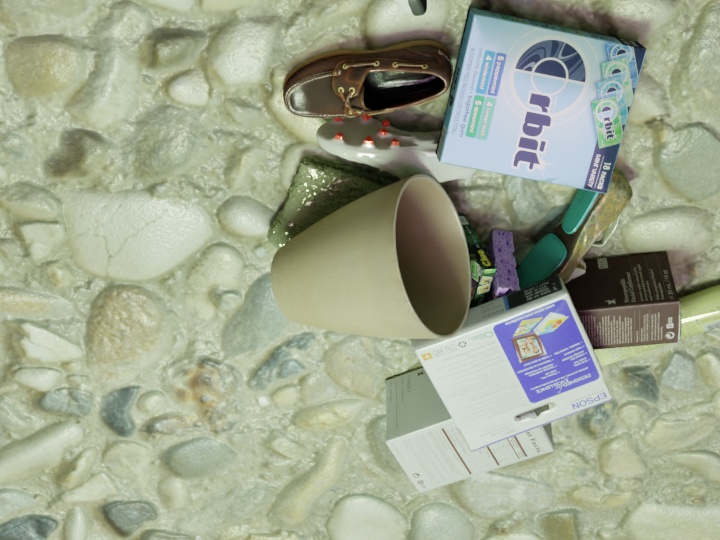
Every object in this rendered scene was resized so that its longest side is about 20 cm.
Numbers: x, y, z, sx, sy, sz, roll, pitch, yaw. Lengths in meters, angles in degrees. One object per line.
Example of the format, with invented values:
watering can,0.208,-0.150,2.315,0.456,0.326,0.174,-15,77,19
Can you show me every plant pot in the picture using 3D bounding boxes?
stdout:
plant pot,0.000,0.000,1.620,0.198,0.188,0.188,-11,130,29

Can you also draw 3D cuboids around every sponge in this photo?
sponge,0.155,0.061,1.741,0.030,0.112,0.201,8,129,-8

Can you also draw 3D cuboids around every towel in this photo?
towel,-0.002,-0.057,1.695,0.198,0.037,0.149,18,127,-13

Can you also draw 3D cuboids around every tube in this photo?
tube,0.390,0.069,1.789,0.199,0.052,0.059,-22,87,21

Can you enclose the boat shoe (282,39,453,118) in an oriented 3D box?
boat shoe,0.005,-0.208,1.551,0.198,0.071,0.071,-13,129,13

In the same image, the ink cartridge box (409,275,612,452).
ink cartridge box,0.186,0.116,1.689,0.197,0.044,0.201,-21,128,10

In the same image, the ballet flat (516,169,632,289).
ballet flat,0.259,-0.033,1.674,0.070,0.071,0.201,27,108,-20

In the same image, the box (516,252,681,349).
box,0.292,0.041,1.731,0.198,0.101,0.075,-7,129,5

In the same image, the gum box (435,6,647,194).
gum box,0.199,-0.188,1.547,0.198,0.045,0.171,10,109,-8

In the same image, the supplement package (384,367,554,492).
supplement package,0.144,0.192,1.845,0.198,0.117,0.118,-21,126,17

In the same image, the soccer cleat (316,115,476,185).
soccer cleat,0.045,-0.133,1.614,0.198,0.070,0.078,5,133,-7

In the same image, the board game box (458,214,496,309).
board game box,0.118,0.041,1.730,0.023,0.105,0.201,-3,131,-20

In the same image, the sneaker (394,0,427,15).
sneaker,-0.014,-0.339,1.446,0.107,0.068,0.202,-21,123,18
